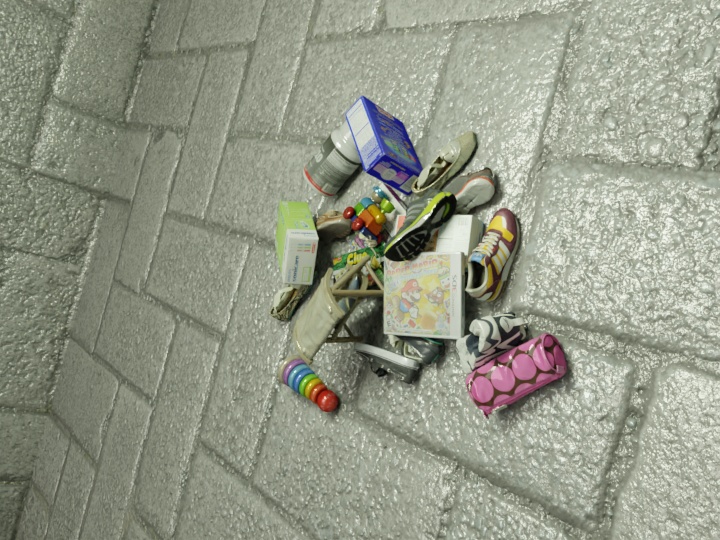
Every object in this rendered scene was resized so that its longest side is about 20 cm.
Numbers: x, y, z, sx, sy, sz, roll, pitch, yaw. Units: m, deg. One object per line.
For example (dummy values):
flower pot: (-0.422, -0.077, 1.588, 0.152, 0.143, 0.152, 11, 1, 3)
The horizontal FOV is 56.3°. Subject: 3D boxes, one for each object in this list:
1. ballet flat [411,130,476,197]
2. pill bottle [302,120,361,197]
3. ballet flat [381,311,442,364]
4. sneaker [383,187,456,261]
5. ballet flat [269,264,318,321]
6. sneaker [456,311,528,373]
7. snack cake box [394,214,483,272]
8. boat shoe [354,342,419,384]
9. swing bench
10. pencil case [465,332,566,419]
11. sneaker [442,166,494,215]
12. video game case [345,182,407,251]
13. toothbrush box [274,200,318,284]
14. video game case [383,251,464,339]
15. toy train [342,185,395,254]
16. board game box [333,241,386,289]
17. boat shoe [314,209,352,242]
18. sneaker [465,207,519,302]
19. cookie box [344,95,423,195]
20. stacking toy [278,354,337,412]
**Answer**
ballet flat: (0.195, -0.248, 1.583, 0.201, 0.062, 0.068, -52, 47, 23)
pill bottle: (-0.059, -0.308, 1.835, 0.200, 0.112, 0.115, -46, 49, 27)
ballet flat: (0.106, 0.159, 1.554, 0.199, 0.072, 0.075, 30, 100, 45)
sneaker: (0.122, -0.102, 1.479, 0.200, 0.074, 0.081, -43, 41, -6)
ballet flat: (-0.195, 0.060, 1.899, 0.202, 0.074, 0.068, -55, 45, 20)
sneaker: (0.276, 0.144, 1.375, 0.201, 0.126, 0.081, 99, 157, -55)
snack cake box: (0.172, -0.062, 1.522, 0.196, 0.067, 0.118, 4, 82, 35)
boat shoe: (0.056, 0.221, 1.594, 0.197, 0.069, 0.068, 13, 86, 40)
swing bench: (-0.054, 0.092, 1.598, 0.131, 0.198, 0.200, 52, 132, 19)
pencil case: (0.305, 0.206, 1.312, 0.199, 0.090, 0.095, -39, 40, 31)
sneaker: (0.228, -0.173, 1.537, 0.198, 0.077, 0.083, -22, 36, 40)
video game case: (0.060, -0.091, 1.699, 0.183, 0.035, 0.201, -55, 46, 20)
toothbrush box: (-0.178, -0.078, 1.844, 0.201, 0.084, 0.148, -110, 26, -55)
video game case: (0.137, 0.053, 1.480, 0.196, 0.023, 0.187, 0, 90, 35)
toy train: (0.042, -0.123, 1.626, 0.116, 0.084, 0.201, -48, 33, 8)
board game box: (0.000, 0.000, 1.700, 0.198, 0.023, 0.108, -16, 67, 46)
boat shoe: (-0.077, -0.130, 1.811, 0.199, 0.075, 0.073, -10, 60, 60)
sneaker: (0.274, -0.038, 1.413, 0.074, 0.089, 0.205, 7, 84, 47)
cookie box: (0.061, -0.309, 1.667, 0.075, 0.169, 0.203, -37, 53, 28)
stacking toy: (-0.131, 0.302, 1.761, 0.198, 0.084, 0.087, 30, 100, 43)
